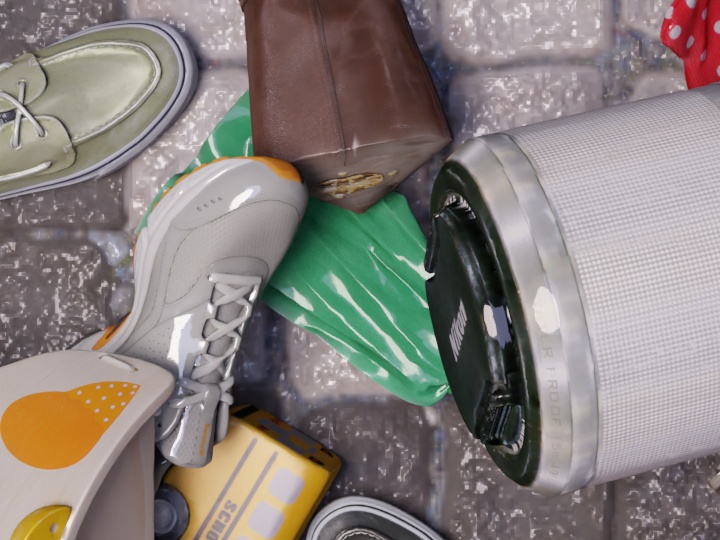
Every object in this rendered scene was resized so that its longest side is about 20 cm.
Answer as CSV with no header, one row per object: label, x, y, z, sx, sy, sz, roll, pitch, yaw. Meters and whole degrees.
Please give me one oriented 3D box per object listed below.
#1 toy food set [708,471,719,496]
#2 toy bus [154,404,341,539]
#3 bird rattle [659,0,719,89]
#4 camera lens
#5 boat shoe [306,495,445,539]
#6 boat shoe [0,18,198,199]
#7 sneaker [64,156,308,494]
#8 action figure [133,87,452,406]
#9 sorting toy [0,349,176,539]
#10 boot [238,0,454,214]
toy food set,0.282,0.139,0.872,0.143,0.060,0.201,-36,86,7
toy bus,-0.093,0.164,0.924,0.078,0.065,0.201,30,94,5
bird rattle,0.245,-0.133,0.857,0.200,0.113,0.163,-42,102,10
camera lens,0.136,0.003,0.816,0.198,0.160,0.161,-13,89,-10
boat shoe,0.044,0.196,0.901,0.072,0.071,0.200,-40,86,7
boat shoe,-0.176,-0.069,0.932,0.199,0.062,0.072,-25,88,7
sneaker,-0.076,0.039,0.858,0.200,0.075,0.092,-54,46,27
action figure,0.000,0.000,0.913,0.200,0.055,0.118,40,94,9
sorting toy,-0.181,0.130,0.839,0.179,0.107,0.202,16,117,29
boot,-0.061,-0.118,0.893,0.185,0.064,0.202,-13,76,6
